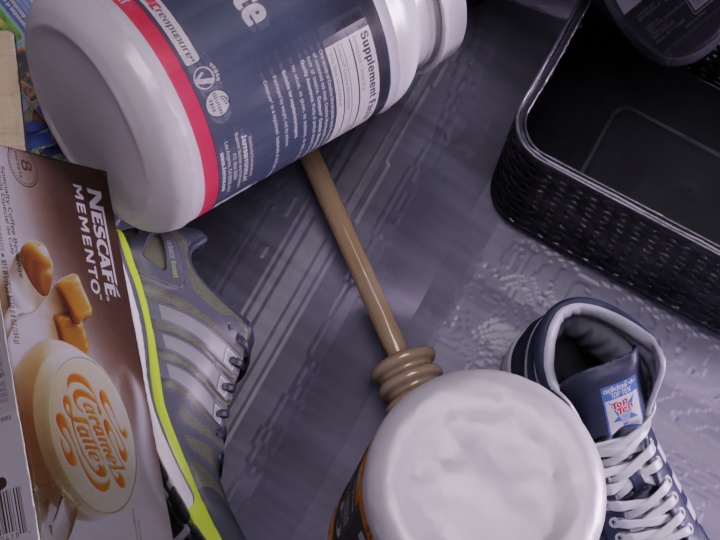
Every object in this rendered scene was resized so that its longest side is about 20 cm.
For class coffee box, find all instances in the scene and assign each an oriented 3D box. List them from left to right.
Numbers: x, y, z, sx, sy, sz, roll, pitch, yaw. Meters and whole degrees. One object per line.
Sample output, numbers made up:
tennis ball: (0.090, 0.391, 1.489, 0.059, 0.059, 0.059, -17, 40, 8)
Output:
coffee box: (-0.168, 0.048, 1.357, 0.080, 0.114, 0.201, -19, 73, 26)

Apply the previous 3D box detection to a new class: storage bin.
storage bin: (0.185, -0.059, 1.500, 0.200, 0.094, 0.135, 28, 68, 4)

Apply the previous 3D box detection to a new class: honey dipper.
honey dipper: (0.000, 0.000, 1.484, 0.038, 0.038, 0.201, -19, 73, -15)

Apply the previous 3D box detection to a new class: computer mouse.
computer mouse: (0.141, -0.214, 1.454, 0.140, 0.046, 0.200, -45, 106, -13)

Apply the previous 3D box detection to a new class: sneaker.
sneaker: (-0.087, 0.061, 1.431, 0.081, 0.074, 0.201, -14, 76, -19)
sneaker: (0.139, 0.106, 1.430, 0.070, 0.109, 0.200, -25, 76, -16)

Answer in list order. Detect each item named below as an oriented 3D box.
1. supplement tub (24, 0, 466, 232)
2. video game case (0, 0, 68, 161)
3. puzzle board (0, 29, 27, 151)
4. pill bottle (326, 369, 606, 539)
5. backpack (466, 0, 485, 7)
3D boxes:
supplement tub: (-0.060, -0.121, 1.443, 0.200, 0.140, 0.141, -31, 78, -23)
video game case: (-0.181, -0.119, 1.507, 0.200, 0.018, 0.143, -36, 80, -19)
puzzle board: (-0.272, -0.043, 1.452, 0.199, 0.017, 0.151, -6, 77, -4)
pill bottle: (0.044, 0.130, 1.356, 0.116, 0.200, 0.117, 3, 70, -9)
backpack: (0.086, -0.263, 1.532, 0.200, 0.150, 0.178, -44, 106, -28)
